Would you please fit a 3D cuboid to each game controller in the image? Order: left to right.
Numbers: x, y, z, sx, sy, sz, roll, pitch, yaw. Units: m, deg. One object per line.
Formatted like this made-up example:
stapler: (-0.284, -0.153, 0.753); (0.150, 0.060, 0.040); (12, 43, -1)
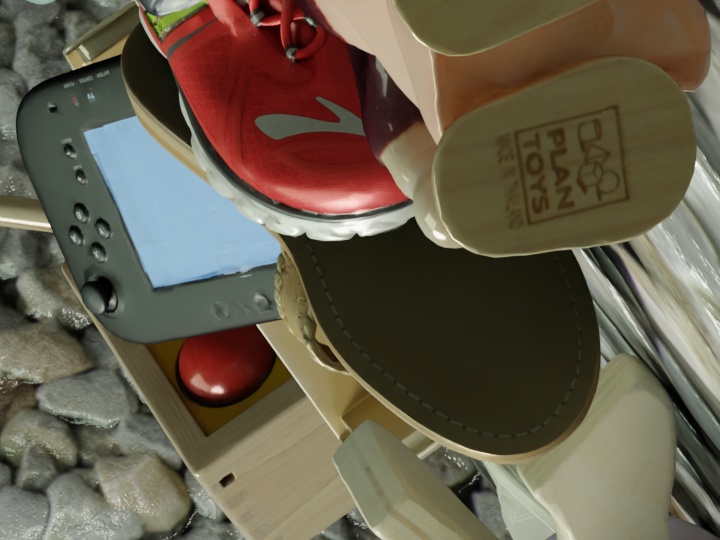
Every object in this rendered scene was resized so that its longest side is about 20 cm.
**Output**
game controller: (-0.045, -0.032, 0.974); (0.200, 0.042, 0.104); (-12, 113, 47)

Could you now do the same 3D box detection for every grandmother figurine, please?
grandmother figurine: (0.007, -0.063, 0.528); (0.200, 0.060, 0.121); (-123, 26, -64)

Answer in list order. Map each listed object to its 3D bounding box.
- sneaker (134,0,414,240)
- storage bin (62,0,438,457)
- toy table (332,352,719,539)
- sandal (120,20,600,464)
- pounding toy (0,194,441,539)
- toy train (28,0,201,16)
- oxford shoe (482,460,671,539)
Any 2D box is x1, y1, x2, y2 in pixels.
sneaker: (-0.038, -0.089, 0.853); (0.200, 0.077, 0.085); (52, 169, 34)
storage bin: (-0.022, -0.028, 1.124); (0.200, 0.094, 0.199); (55, 178, -4)
toy table: (0.062, 0.125, 0.888); (0.117, 0.184, 0.200); (36, 179, -31)
sandal: (0.005, -0.003, 0.882); (0.212, 0.078, 0.070); (45, 164, 32)
pounding toy: (-0.062, 0.011, 1.390); (0.200, 0.184, 0.142); (53, 177, 37)
toy train: (-0.099, -0.162, 0.770); (0.200, 0.085, 0.114); (52, 155, 10)
oxford shoe: (0.087, 0.108, 1.062); (0.075, 0.058, 0.200); (8, -154, -32)
